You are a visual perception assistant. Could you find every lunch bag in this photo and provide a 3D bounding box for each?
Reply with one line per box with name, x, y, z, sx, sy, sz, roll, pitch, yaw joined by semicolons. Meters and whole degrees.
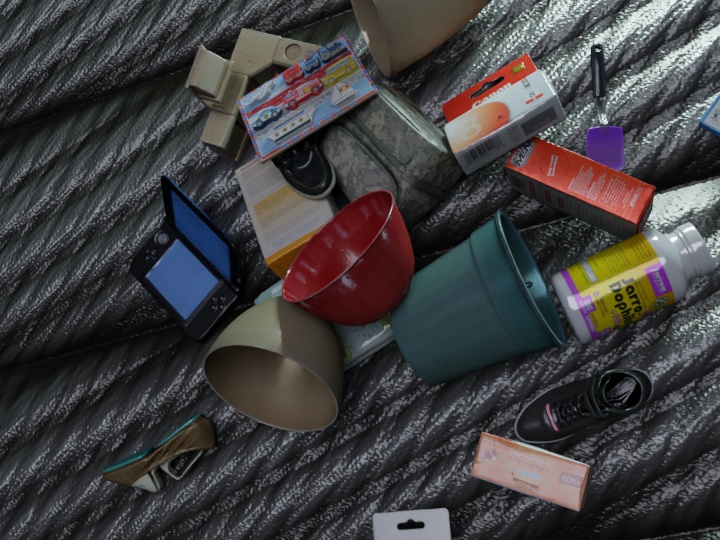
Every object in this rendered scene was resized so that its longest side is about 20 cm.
lunch bag;0.040;-0.163;1.252;0.200;0.139;0.168;49;111;22

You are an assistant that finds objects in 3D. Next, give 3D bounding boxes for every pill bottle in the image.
pill bottle;0.365;0.012;1.117;0.198;0.104;0.105;-27;71;10

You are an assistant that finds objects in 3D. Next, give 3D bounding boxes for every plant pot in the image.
plant pot;0.151;0.053;1.139;0.194;0.200;0.203;-28;70;17
plant pot;0.100;-0.425;1.281;0.197;0.188;0.189;-22;71;-4
plant pot;-0.105;0.115;1.170;0.197;0.202;0.136;6;49;19

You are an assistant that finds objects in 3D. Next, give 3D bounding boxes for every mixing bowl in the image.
mixing bowl;0.000;0.000;1.123;0.200;0.200;0.108;-43;112;4

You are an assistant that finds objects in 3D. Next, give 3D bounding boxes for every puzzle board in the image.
puzzle board;-0.085;-0.260;1.234;0.198;0.017;0.152;-31;50;6

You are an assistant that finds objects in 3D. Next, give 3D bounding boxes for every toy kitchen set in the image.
toy kitchen set;-0.156;-0.282;1.322;0.178;0.163;0.203;17;83;20

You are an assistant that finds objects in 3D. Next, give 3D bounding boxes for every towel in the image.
towel;-0.048;0.067;1.267;0.199;0.048;0.173;-33;69;8

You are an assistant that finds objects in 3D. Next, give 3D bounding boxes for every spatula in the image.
spatula;0.355;-0.245;1.225;0.056;0.021;0.203;-2;74;4

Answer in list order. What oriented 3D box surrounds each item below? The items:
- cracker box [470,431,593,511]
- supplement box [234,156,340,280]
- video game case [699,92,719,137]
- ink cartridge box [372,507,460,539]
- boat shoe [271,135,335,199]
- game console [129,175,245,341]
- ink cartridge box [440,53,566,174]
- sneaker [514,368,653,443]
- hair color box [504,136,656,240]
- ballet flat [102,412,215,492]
cracker box;0.223;0.256;1.054;0.132;0.200;0.059;15;81;19
supplement box;-0.105;-0.098;1.288;0.125;0.074;0.202;-28;56;9
video game case;0.592;-0.251;1.155;0.142;0.018;0.201;36;90;22
ink cartridge box;0.083;0.430;1.127;0.114;0.068;0.203;-8;75;15
boat shoe;-0.106;-0.187;1.248;0.074;0.066;0.200;-35;54;6
game console;-0.287;-0.017;1.325;0.200;0.118;0.171;42;91;22
ink cartridge box;0.195;-0.246;1.205;0.161;0.050;0.202;-29;40;15
sneaker;0.293;0.177;1.105;0.198;0.099;0.072;-23;73;12
hair color box;0.308;-0.116;1.168;0.198;0.101;0.062;27;85;21
ballet flat;-0.309;0.299;1.294;0.198;0.068;0.073;-31;89;5
